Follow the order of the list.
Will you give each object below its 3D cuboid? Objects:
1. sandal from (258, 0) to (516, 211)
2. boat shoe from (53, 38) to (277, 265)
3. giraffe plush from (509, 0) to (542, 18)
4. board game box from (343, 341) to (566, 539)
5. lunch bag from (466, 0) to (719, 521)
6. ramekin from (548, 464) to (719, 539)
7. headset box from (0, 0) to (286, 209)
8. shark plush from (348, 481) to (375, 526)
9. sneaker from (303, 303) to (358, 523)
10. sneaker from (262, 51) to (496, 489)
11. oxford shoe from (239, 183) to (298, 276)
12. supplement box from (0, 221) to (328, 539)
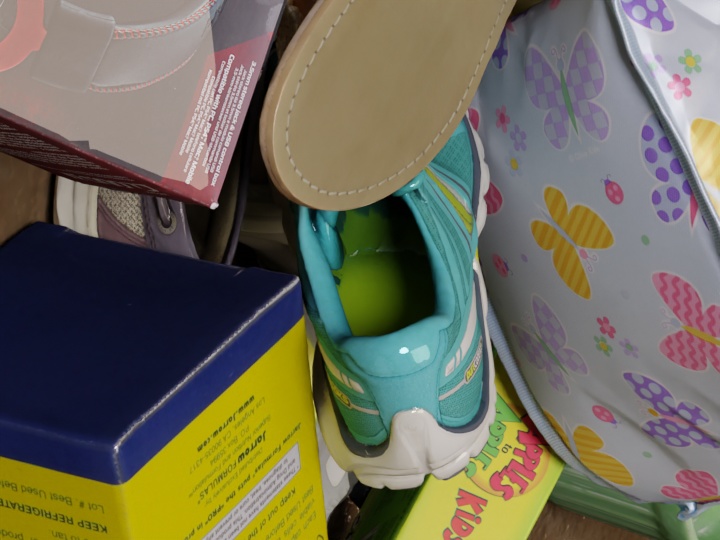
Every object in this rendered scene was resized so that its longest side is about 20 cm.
[{"bbox_3d":[0.008,-0.097,0.774,0.212,0.070,0.078,-51,137,-33],"label":"sandal"},{"bbox_3d":[-0.054,-0.090,0.810,0.072,0.065,0.200,11,89,-60],"label":"boat shoe"},{"bbox_3d":[0.106,-0.126,1.027,0.200,0.172,0.162,61,31,-16],"label":"giraffe plush"},{"bbox_3d":[0.037,0.093,0.959,0.200,0.048,0.102,-60,-173,-21],"label":"board game box"},{"bbox_3d":[0.124,-0.013,0.863,0.127,0.170,0.200,-23,90,-28],"label":"lunch bag"},{"bbox_3d":[0.162,0.045,1.228,0.200,0.098,0.200,-33,128,-54],"label":"ramekin"},{"bbox_3d":[-0.094,-0.113,0.644,0.200,0.075,0.149,24,82,-41],"label":"headset box"},{"bbox_3d":[-0.002,0.154,1.041,0.083,0.091,0.200,-40,122,-83],"label":"shark plush"},{"bbox_3d":[-0.054,0.100,0.900,0.076,0.075,0.200,9,100,-27],"label":"sneaker"},{"bbox_3d":[0.007,-0.025,0.796,0.080,0.077,0.200,74,2,-51],"label":"sneaker"},{"bbox_3d":[0.000,0.000,0.940,0.200,0.075,0.058,19,82,-67],"label":"oxford shoe"},{"bbox_3d":[-0.082,0.102,0.787,0.110,0.109,0.200,-43,137,-48],"label":"supplement box"}]
